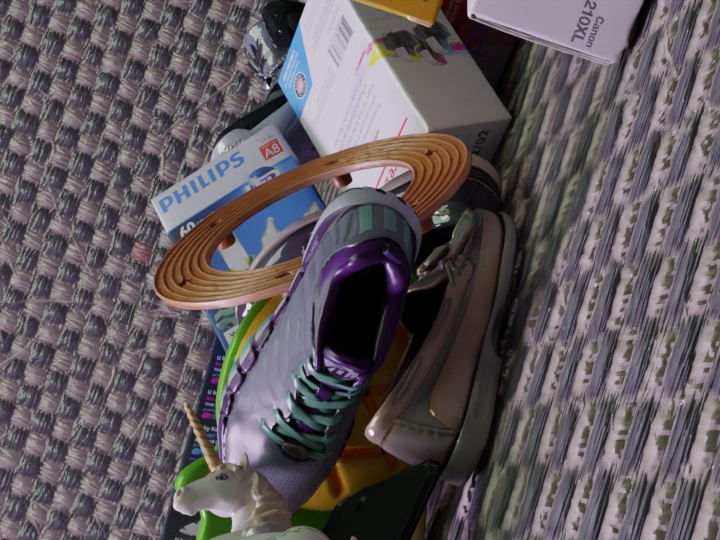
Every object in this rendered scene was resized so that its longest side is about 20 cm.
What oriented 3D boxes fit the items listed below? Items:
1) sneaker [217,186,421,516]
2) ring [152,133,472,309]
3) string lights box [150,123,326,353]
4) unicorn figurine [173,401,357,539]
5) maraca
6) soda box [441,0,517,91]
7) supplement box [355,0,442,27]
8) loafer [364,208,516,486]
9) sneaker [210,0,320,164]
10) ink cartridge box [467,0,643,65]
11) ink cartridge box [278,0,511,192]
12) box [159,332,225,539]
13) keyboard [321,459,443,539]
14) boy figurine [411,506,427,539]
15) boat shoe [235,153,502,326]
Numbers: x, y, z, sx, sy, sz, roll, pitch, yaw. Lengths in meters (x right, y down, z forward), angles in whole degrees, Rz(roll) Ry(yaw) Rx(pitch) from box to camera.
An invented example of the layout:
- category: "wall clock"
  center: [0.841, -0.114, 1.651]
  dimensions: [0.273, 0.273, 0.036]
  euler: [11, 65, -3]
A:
- category: "sneaker"
  center: [-0.027, 0.056, 1.184]
  dimensions: [0.088, 0.074, 0.201]
  euler: [-93, 23, -68]
- category: "ring"
  center: [-0.026, -0.026, 1.307]
  dimensions: [0.201, 0.199, 0.019]
  euler: [-89, -24, -70]
- category: "string lights box"
  center: [-0.052, 0.011, 1.493]
  dimensions: [0.200, 0.102, 0.059]
  euler: [60, -176, 34]
- category: "unicorn figurine"
  center: [-0.064, 0.151, 1.127]
  dimensions: [0.137, 0.074, 0.199]
  euler: [-39, 30, -29]
- category: "maraca"
  center: [-0.023, 0.086, 1.293]
  dimensions: [0.201, 0.137, 0.107]
  euler: [-61, 13, -8]
- category: "soda box"
  center: [0.065, -0.148, 1.555]
  dimensions: [0.070, 0.063, 0.201]
  euler: [-80, 11, -52]
- category: "supplement box"
  center: [0.021, -0.253, 1.260]
  dimensions: [0.110, 0.108, 0.201]
  euler: [-83, 12, -75]
- category: "loafer"
  center: [0.045, 0.029, 1.228]
  dimensions: [0.201, 0.063, 0.072]
  euler: [-80, 9, -49]
- category: "sneaker"
  center: [-0.057, -0.128, 1.626]
  dimensions: [0.200, 0.114, 0.076]
  euler: [-28, -29, -41]
- category: "ink cartridge box"
  center: [0.117, -0.215, 1.181]
  dimensions: [0.200, 0.084, 0.145]
  euler: [-84, 12, -64]
- category: "ink cartridge box"
  center: [0.028, -0.097, 1.476]
  dimensions: [0.201, 0.068, 0.115]
  euler: [60, 145, 31]
- category: "box"
  center: [-0.062, 0.147, 1.523]
  dimensions: [0.123, 0.105, 0.201]
  euler: [86, -166, -56]
- category: "keyboard"
  center: [-0.016, 0.182, 1.113]
  dimensions: [0.104, 0.040, 0.200]
  euler: [-26, 22, 39]
- category: "boy figurine"
  center: [-0.032, 0.202, 1.240]
  dimensions: [0.200, 0.124, 0.064]
  euler: [-43, -15, 10]
- category: "boat shoe"
  center: [0.000, 0.000, 1.371]
  dimensions: [0.199, 0.073, 0.063]
  euler: [-31, 32, 25]
